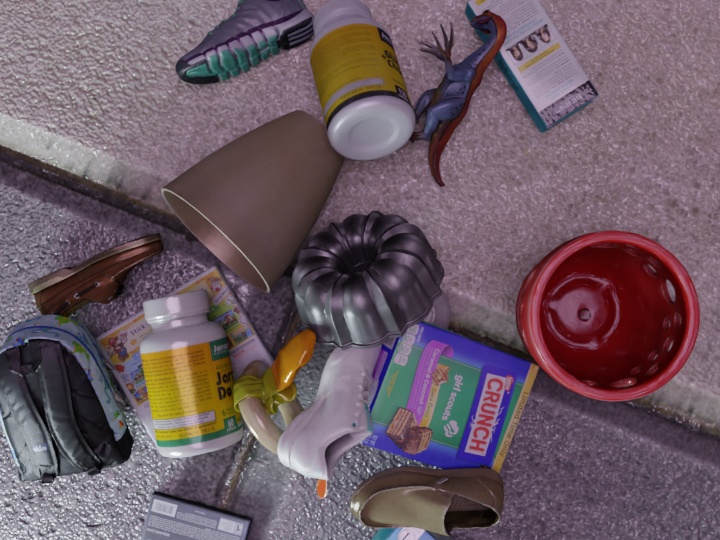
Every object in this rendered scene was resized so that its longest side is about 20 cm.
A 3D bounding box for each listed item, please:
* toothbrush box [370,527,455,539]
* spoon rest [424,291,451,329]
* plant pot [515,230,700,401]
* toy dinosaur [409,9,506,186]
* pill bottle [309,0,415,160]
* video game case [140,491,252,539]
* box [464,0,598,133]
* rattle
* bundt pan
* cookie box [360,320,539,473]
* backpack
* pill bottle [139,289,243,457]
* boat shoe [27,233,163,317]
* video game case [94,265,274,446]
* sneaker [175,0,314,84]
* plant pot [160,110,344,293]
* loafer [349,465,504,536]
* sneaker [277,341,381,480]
[{"bbox_3d":[0.053,0.434,1.089,0.146,0.085,0.200,39,90,2],"label":"toothbrush box"},{"bbox_3d":[0.035,0.090,1.112,0.200,0.061,0.099,-38,90,-12],"label":"spoon rest"},{"bbox_3d":[0.297,0.052,1.033,0.200,0.182,0.201,0,91,2],"label":"plant pot"},{"bbox_3d":[0.127,-0.248,1.084,0.181,0.105,0.200,-30,124,10],"label":"toy dinosaur"},{"bbox_3d":[-0.004,-0.250,1.050,0.112,0.112,0.200,-15,61,2],"label":"pill bottle"},{"bbox_3d":[-0.244,0.421,1.133,0.142,0.019,0.201,15,92,2],"label":"video game case"},{"bbox_3d":[0.228,-0.292,1.101,0.082,0.049,0.200,-32,89,2],"label":"box"},{"bbox_3d":[-0.059,0.185,1.062,0.143,0.130,0.200,-39,99,0],"label":"rattle"},{"bbox_3d":[0.000,0.000,1.035,0.201,0.202,0.076,-23,131,2],"label":"bundt pan"},{"bbox_3d":[0.107,0.165,1.066,0.200,0.075,0.172,20,90,-18],"label":"cookie box"},{"bbox_3d":[-0.400,0.158,1.075,0.163,0.154,0.200,-13,125,5],"label":"backpack"},{"bbox_3d":[-0.223,0.131,1.063,0.112,0.113,0.201,-10,89,2],"label":"pill bottle"},{"bbox_3d":[-0.349,0.011,1.115,0.200,0.072,0.068,-23,93,12],"label":"boat shoe"},{"bbox_3d":[-0.237,0.121,1.131,0.200,0.023,0.182,-31,89,3],"label":"video game case"},{"bbox_3d":[-0.165,-0.323,1.111,0.200,0.074,0.088,-24,79,-9],"label":"sneaker"},{"bbox_3d":[-0.120,-0.108,1.061,0.187,0.187,0.200,41,76,1],"label":"plant pot"},{"bbox_3d":[0.087,0.288,1.018,0.199,0.067,0.076,-6,117,-6],"label":"loafer"},{"bbox_3d":[-0.013,0.164,0.999,0.088,0.075,0.200,17,67,36],"label":"sneaker"}]
